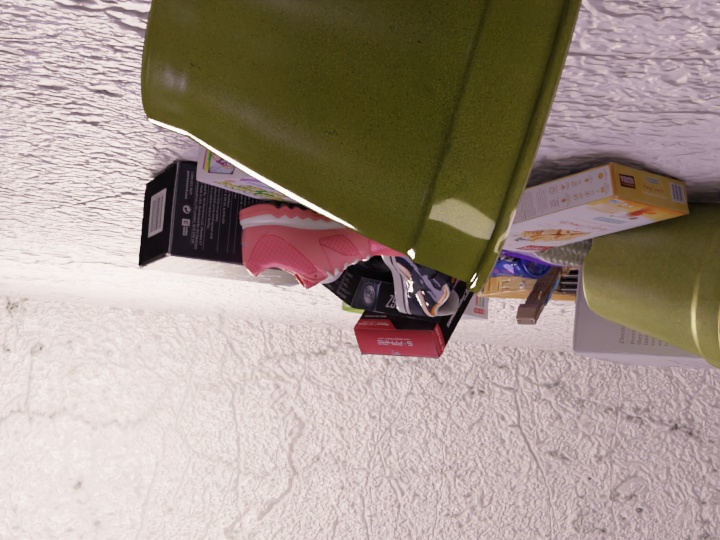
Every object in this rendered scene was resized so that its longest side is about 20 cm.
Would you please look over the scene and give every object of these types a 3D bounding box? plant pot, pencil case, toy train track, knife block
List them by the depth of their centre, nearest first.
[{"bbox_3d":[-0.003,-0.112,0.618,0.192,0.202,0.200,17,172,0],"label":"plant pot"},{"bbox_3d":[0.347,0.003,1.289,0.183,0.202,0.200,14,180,38],"label":"plant pot"},{"bbox_3d":[0.234,0.001,1.511,0.114,0.033,0.200,0,-149,27],"label":"toy train track"},{"bbox_3d":[0.144,-0.025,1.514,0.199,0.079,0.087,-2,-166,38],"label":"pencil case"},{"bbox_3d":[0.288,0.011,1.759,0.175,0.064,0.200,9,171,-24],"label":"knife block"}]

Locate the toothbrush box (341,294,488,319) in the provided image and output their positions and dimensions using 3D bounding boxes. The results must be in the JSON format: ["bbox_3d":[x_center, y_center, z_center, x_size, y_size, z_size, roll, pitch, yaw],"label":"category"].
[{"bbox_3d":[0.090,0.033,1.969,0.199,0.087,0.145,-4,169,40],"label":"toothbrush box"}]

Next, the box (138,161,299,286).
[{"bbox_3d":[-0.142,-0.049,1.404,0.199,0.108,0.148,7,172,-22],"label":"box"}]

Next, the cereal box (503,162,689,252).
[{"bbox_3d":[0.211,-0.059,1.231,0.199,0.040,0.143,-16,165,42],"label":"cereal box"}]

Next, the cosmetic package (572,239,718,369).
[{"bbox_3d":[0.387,0.031,1.465,0.199,0.168,0.167,0,172,35],"label":"cosmetic package"}]

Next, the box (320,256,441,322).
[{"bbox_3d":[0.000,0.000,1.612,0.160,0.044,0.200,12,-164,-40],"label":"box"}]

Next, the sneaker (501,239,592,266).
[{"bbox_3d":[0.168,-0.050,1.397,0.199,0.070,0.099,11,178,-18],"label":"sneaker"}]

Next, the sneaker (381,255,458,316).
[{"bbox_3d":[0.075,-0.017,1.442,0.079,0.079,0.200,9,148,19],"label":"sneaker"}]

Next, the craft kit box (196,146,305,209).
[{"bbox_3d":[-0.029,-0.096,1.231,0.197,0.049,0.199,2,173,38],"label":"craft kit box"}]

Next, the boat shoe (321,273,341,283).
[{"bbox_3d":[-0.103,-0.030,1.552,0.068,0.072,0.199,-3,-161,-43],"label":"boat shoe"}]

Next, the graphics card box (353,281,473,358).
[{"bbox_3d":[0.086,0.040,1.694,0.125,0.051,0.200,1,-144,30],"label":"graphics card box"}]

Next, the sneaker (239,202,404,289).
[{"bbox_3d":[-0.037,-0.020,1.323,0.199,0.087,0.074,6,174,-11],"label":"sneaker"}]
